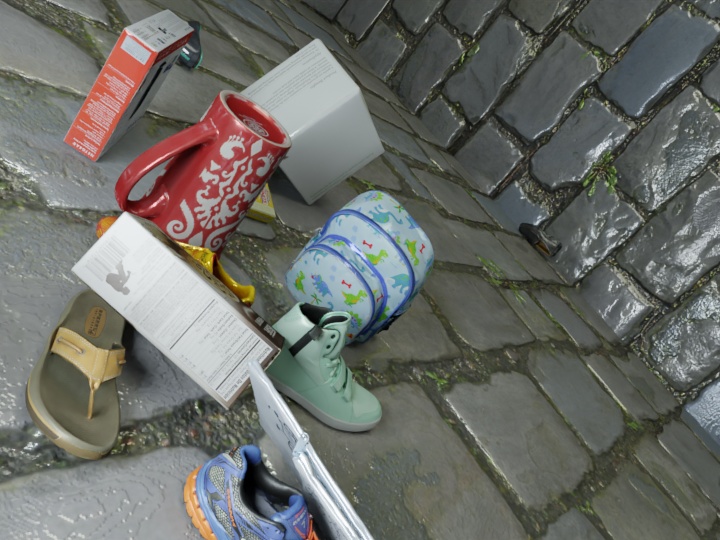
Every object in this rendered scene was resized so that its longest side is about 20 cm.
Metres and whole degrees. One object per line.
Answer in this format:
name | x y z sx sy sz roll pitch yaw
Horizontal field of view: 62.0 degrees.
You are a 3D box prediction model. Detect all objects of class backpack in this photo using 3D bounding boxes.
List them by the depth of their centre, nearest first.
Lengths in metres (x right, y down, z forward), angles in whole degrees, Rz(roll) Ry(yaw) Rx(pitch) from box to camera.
backpack | 0.000 0.000 0.882 0.183 0.200 0.147 46 42 5

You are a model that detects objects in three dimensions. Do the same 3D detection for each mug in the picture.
mug | -0.193 -0.113 0.762 0.133 0.200 0.178 42 22 -1

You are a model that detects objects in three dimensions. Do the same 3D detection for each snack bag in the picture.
snack bag | -0.050 0.188 0.546 0.021 0.189 0.201 -30 67 -19

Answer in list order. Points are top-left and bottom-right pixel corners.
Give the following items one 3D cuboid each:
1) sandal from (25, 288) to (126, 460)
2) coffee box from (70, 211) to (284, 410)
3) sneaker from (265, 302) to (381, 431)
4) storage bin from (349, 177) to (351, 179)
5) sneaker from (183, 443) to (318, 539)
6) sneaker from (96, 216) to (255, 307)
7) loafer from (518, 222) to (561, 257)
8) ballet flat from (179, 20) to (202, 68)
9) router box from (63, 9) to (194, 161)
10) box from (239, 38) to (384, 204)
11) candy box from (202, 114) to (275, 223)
sandal | -0.240 0.075 0.536 0.080 0.054 0.201 30 24 -31
coffee box | -0.177 0.039 0.619 0.200 0.080 0.113 42 -5 -5
sneaker | -0.026 0.118 0.734 0.200 0.118 0.074 34 22 -24
storage bin | -0.090 -0.355 1.509 0.199 0.094 0.199 26 28 -35
sneaker | -0.067 0.234 0.509 0.200 0.079 0.075 45 23 6
sneaker | -0.213 -0.010 0.709 0.199 0.077 0.073 33 25 -18
loafer | 0.756 -0.133 2.560 0.199 0.072 0.073 35 -25 25
ballet flat | -0.392 -0.521 1.340 0.073 0.073 0.201 26 30 -35
router box | -0.323 -0.269 0.852 0.049 0.180 0.201 34 24 -18
box | -0.092 -0.283 1.162 0.172 0.198 0.200 56 1 30
candy box | -0.209 -0.180 1.028 0.102 0.026 0.202 19 46 -49
